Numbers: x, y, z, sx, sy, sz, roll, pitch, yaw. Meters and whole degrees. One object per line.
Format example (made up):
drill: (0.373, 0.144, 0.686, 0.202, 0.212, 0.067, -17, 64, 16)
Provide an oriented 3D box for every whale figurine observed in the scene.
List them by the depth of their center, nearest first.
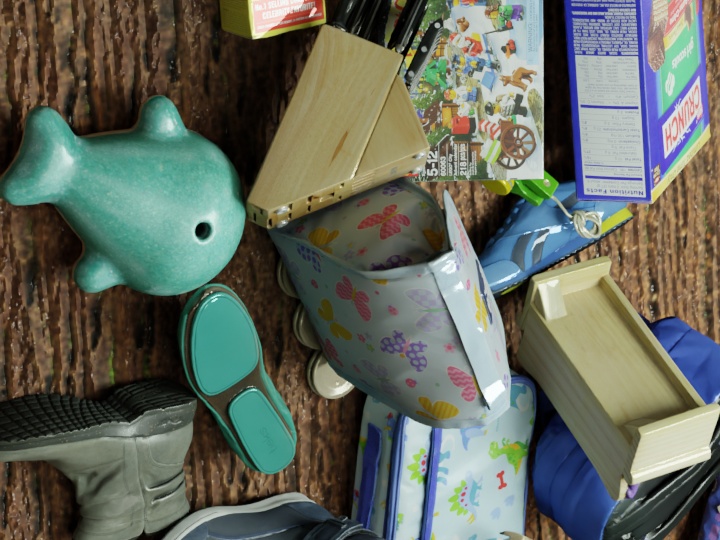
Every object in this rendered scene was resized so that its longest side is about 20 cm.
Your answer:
whale figurine: (-0.171, -0.054, 1.527, 0.199, 0.103, 0.160, 24, 91, -40)

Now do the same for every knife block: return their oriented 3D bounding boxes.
knife block: (-0.022, -0.148, 1.578, 0.198, 0.064, 0.177, -22, 79, -7)

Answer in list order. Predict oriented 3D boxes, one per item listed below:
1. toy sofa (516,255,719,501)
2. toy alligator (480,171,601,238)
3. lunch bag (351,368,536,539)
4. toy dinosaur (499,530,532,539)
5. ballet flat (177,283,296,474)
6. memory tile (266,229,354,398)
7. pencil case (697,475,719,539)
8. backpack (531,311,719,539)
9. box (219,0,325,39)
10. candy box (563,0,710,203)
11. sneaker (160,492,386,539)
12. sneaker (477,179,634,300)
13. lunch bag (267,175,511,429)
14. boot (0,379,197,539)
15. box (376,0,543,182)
toy sofa: (0.216, 0.092, 1.737, 0.082, 0.201, 0.098, -15, 139, -22)
toy alligator: (0.126, -0.091, 1.741, 0.200, 0.054, 0.060, 42, 68, -23)
lunch bag: (0.071, 0.181, 1.785, 0.160, 0.082, 0.202, -5, 111, -33)
toy dinosaur: (0.146, 0.263, 1.773, 0.198, 0.059, 0.101, -16, 159, 3)
ballet flat: (-0.110, 0.081, 1.634, 0.067, 0.070, 0.201, -33, 129, -14)
memory tile: (0.000, 0.000, 1.721, 0.152, 0.017, 0.202, -27, 119, -25)
pencil case: (0.358, 0.292, 2.022, 0.087, 0.078, 0.202, 17, 96, -66)
backpack: (0.238, 0.154, 1.828, 0.200, 0.167, 0.163, -48, 149, -14)
box: (-0.074, -0.284, 1.554, 0.075, 0.050, 0.202, -15, 114, -31)
candy box: (0.239, -0.179, 1.748, 0.169, 0.076, 0.202, -44, 134, -54)
sneaker: (-0.067, 0.246, 1.651, 0.201, 0.146, 0.078, -16, 120, -42)
sneaker: (0.146, -0.032, 1.788, 0.199, 0.066, 0.079, -30, 87, -19)
lunch bag: (0.039, 0.020, 1.616, 0.127, 0.200, 0.170, -36, 124, -17)
boot: (-0.216, 0.166, 1.599, 0.198, 0.068, 0.132, -6, 114, -32)
box: (0.081, -0.174, 1.652, 0.135, 0.038, 0.202, -2, 103, 0)
